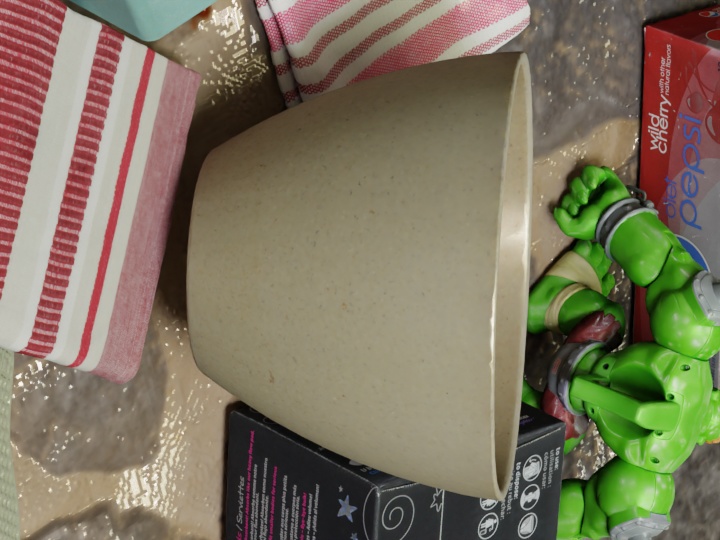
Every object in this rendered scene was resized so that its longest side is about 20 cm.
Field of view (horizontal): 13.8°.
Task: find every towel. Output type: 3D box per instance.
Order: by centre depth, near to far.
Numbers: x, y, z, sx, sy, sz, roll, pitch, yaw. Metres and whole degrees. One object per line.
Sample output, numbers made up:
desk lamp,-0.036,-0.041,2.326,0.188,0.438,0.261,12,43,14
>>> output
towel,-0.132,-0.037,1.243,0.200,0.023,0.145,24,76,-64
towel,0.010,-0.160,1.381,0.146,0.030,0.201,-35,128,-26

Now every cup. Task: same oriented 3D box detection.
cup,0.000,0.000,1.338,0.200,0.142,0.201,2,90,-83

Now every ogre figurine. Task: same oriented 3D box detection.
ogre figurine,0.127,0.061,1.519,0.098,0.120,0.201,36,82,-45

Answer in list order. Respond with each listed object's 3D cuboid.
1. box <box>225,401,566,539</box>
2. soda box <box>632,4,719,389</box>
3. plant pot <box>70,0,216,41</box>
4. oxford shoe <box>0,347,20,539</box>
box,0.014,0.161,1.460,0.132,0.115,0.201,-16,118,-39
soda box,0.191,-0.035,1.573,0.063,0.070,0.201,-17,119,-36
plant pot,-0.100,-0.206,1.190,0.141,0.141,0.201,-36,136,-26
oxford shoe,-0.182,0.065,1.265,0.075,0.057,0.201,-55,152,-56
